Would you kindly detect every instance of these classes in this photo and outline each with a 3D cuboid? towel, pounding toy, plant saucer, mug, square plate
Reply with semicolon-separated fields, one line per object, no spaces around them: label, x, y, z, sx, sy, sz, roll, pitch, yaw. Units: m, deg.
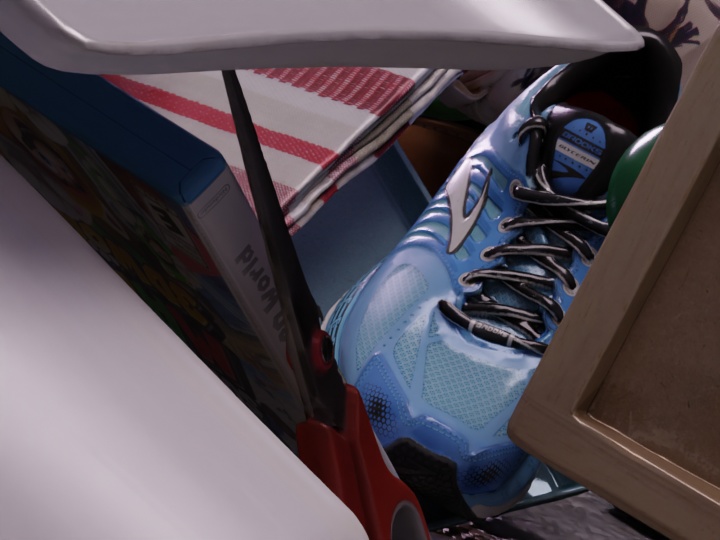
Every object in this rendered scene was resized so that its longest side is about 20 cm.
towel;-0.040;-0.073;0.898;0.144;0.023;0.200;21;47;28
pounding toy;0.149;-0.006;0.777;0.200;0.184;0.142;30;8;21
plant saucer;0.000;0.000;0.891;0.070;0.019;0.200;-11;55;-30
mug;-0.068;0.059;0.594;0.153;0.149;0.187;36;33;14
square plate;-0.059;-0.099;0.647;0.200;0.028;0.198;43;28;28

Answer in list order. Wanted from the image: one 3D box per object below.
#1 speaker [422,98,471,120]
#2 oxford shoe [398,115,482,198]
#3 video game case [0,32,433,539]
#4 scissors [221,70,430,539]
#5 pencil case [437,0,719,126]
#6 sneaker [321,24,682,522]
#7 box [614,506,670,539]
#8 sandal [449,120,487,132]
speaker;0.010;-0.116;1.095;0.088;0.088;0.200;11;11;-22
oxford shoe;0.041;0.000;0.982;0.200;0.071;0.071;31;25;27
video game case;-0.057;0.002;0.760;0.143;0.018;0.200;33;-18;35
scissors;-0.008;0.028;0.684;0.014;0.200;0.073;-5;13;25
pencil case;0.118;-0.050;0.997;0.200;0.089;0.078;29;-25;-25
sneaker;0.047;-0.010;0.844;0.078;0.090;0.200;28;44;-1
box;0.204;0.057;0.878;0.200;0.132;0.115;31;24;31
sandal;0.062;-0.051;1.122;0.055;0.082;0.200;-27;23;-6
